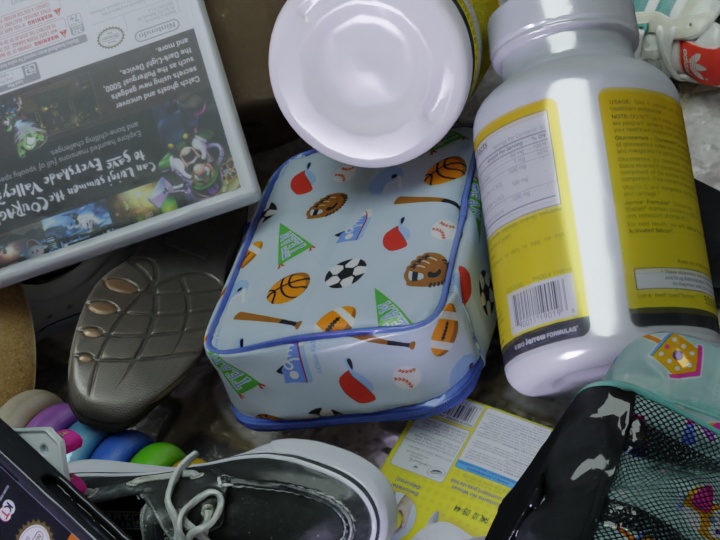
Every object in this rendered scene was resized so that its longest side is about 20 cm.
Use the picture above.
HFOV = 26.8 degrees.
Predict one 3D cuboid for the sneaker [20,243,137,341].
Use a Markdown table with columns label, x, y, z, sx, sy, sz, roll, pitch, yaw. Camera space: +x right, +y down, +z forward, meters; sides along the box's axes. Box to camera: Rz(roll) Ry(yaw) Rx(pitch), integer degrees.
| label | x | y | z | sx | sy | sz | roll | pitch | yaw |
| --- | --- | --- | --- | --- | --- | --- | --- | --- | --- |
| sneaker | -0.230 | 0.014 | 0.943 | 0.198 | 0.071 | 0.073 | -25 | 50 | 1 |

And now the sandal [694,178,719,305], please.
| label | x | y | z | sx | sy | sz | roll | pitch | yaw |
| --- | --- | --- | --- | --- | --- | --- | --- | --- | --- |
| sandal | 0.149 | -0.050 | 0.867 | 0.199 | 0.043 | 0.076 | 27 | 67 | 34 |

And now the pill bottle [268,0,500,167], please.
| label | x | y | z | sx | sy | sz | roll | pitch | yaw |
| --- | --- | --- | --- | --- | --- | --- | --- | --- | --- |
| pill bottle | 0.023 | -0.138 | 0.873 | 0.110 | 0.112 | 0.200 | -6 | 18 | 16 |

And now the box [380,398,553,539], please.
| label | x | y | z | sx | sy | sz | roll | pitch | yaw |
| --- | --- | --- | --- | --- | --- | --- | --- | --- | --- |
| box | 0.040 | 0.164 | 0.745 | 0.116 | 0.049 | 0.201 | 18 | 60 | 30 |

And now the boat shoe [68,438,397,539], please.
| label | x | y | z | sx | sy | sz | roll | pitch | yaw |
| --- | --- | --- | --- | --- | --- | --- | --- | --- | --- |
| boat shoe | -0.083 | 0.124 | 0.731 | 0.197 | 0.074 | 0.068 | 2 | 13 | 18 |

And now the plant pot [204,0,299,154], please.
| label | x | y | z | sx | sy | sz | roll | pitch | yaw |
| --- | --- | --- | --- | --- | --- | --- | --- | --- | --- |
| plant pot | -0.088 | -0.171 | 0.958 | 0.198 | 0.200 | 0.176 | -16 | 79 | 8 |

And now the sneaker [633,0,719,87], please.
| label | x | y | z | sx | sy | sz | roll | pitch | yaw |
| --- | --- | --- | --- | --- | --- | --- | --- | --- | --- |
| sneaker | 0.178 | -0.147 | 0.912 | 0.198 | 0.071 | 0.094 | -16 | 44 | 5 |

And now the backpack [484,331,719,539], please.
| label | x | y | z | sx | sy | sz | roll | pitch | yaw |
| --- | --- | --- | --- | --- | --- | --- | --- | --- | --- |
| backpack | 0.156 | 0.133 | 0.634 | 0.199 | 0.176 | 0.154 | 28 | 56 | 6 |

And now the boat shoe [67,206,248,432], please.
| label | x | y | z | sx | sy | sz | roll | pitch | yaw |
| --- | --- | --- | --- | --- | --- | --- | --- | --- | --- |
| boat shoe | -0.114 | 0.027 | 0.877 | 0.074 | 0.074 | 0.201 | 21 | 42 | 3 |

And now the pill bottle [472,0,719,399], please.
| label | x | y | z | sx | sy | sz | roll | pitch | yaw |
| --- | --- | --- | --- | --- | --- | --- | --- | --- | --- |
| pill bottle | 0.118 | -0.041 | 0.789 | 0.111 | 0.112 | 0.202 | -10 | 74 | 13 |

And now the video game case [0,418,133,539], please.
| label | x | y | z | sx | sy | sz | roll | pitch | yaw |
| --- | --- | --- | --- | --- | --- | --- | --- | --- | --- |
| video game case | -0.157 | 0.198 | 0.698 | 0.180 | 0.025 | 0.201 | 38 | 110 | 16 |

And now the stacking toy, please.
| label | x | y | z | sx | sy | sz | roll | pitch | yaw |
| --- | --- | --- | --- | --- | --- | --- | --- | --- | --- |
| stacking toy | -0.108 | 0.128 | 0.816 | 0.198 | 0.086 | 0.086 | 14 | 60 | 21 |

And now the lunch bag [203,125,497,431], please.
| label | x | y | z | sx | sy | sz | roll | pitch | yaw |
| --- | --- | --- | --- | --- | --- | --- | --- | --- | --- |
| lunch bag | 0.000 | 0.000 | 0.843 | 0.159 | 0.076 | 0.201 | -10 | 35 | 23 |

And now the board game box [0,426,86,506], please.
| label | x | y | z | sx | sy | sz | roll | pitch | yaw |
| --- | --- | --- | --- | --- | --- | --- | --- | --- | --- |
| board game box | -0.209 | 0.178 | 0.748 | 0.198 | 0.026 | 0.202 | -5 | 95 | 26 |

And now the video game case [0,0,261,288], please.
| label | x | y | z | sx | sy | sz | roll | pitch | yaw |
| --- | --- | --- | --- | --- | --- | --- | --- | --- | --- |
| video game case | -0.174 | -0.096 | 0.860 | 0.198 | 0.023 | 0.184 | -18 | 82 | 4 |

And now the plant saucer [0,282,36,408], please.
| label | x | y | z | sx | sy | sz | roll | pitch | yaw |
| --- | --- | --- | --- | --- | --- | --- | --- | --- | --- |
| plant saucer | -0.281 | 0.065 | 0.897 | 0.198 | 0.035 | 0.203 | -7 | 75 | 27 |
